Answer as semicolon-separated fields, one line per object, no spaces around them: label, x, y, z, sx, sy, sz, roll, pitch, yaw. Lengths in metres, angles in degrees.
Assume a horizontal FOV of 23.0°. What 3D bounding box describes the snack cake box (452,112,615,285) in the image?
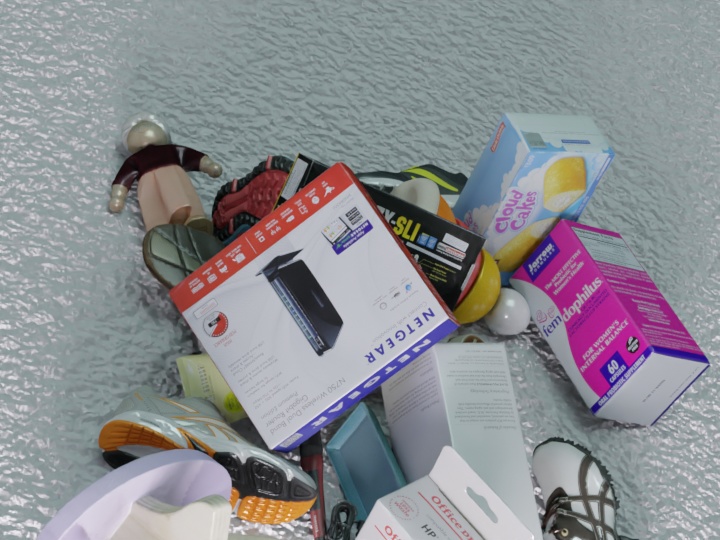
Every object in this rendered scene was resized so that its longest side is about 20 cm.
snack cake box;0.174;-0.074;1.913;0.115;0.200;0.067;-1;46;-30

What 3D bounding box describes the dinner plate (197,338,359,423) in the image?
dinner plate;-0.069;0.057;1.722;0.200;0.024;0.200;19;52;-27

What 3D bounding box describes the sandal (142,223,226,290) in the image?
sandal;-0.132;0.019;1.757;0.200;0.055;0.082;21;49;-30

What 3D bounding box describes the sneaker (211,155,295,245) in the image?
sneaker;-0.073;-0.066;1.786;0.095;0.200;0.079;9;81;-29

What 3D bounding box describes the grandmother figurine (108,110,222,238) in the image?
grandmother figurine;-0.204;-0.096;1.830;0.121;0.061;0.200;-10;43;-17

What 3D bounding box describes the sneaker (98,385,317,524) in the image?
sneaker;-0.128;0.155;1.586;0.200;0.076;0.092;23;34;-6

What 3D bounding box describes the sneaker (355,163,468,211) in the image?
sneaker;0.054;-0.079;1.967;0.200;0.074;0.085;11;34;-33

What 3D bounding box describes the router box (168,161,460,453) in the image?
router box;-0.042;0.033;1.587;0.180;0.200;0.049;55;7;18

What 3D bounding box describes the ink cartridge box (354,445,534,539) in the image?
ink cartridge box;0.050;0.254;1.464;0.068;0.200;0.115;-20;56;-42

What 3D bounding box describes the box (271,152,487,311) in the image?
box;0.000;0.000;1.693;0.200;0.160;0.049;22;3;-22

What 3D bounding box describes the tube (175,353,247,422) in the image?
tube;-0.066;0.093;1.642;0.200;0.052;0.058;-14;33;-1

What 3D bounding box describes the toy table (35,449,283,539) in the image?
toy table;-0.153;0.230;1.413;0.200;0.184;0.117;-30;47;-34

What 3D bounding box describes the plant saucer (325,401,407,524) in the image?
plant saucer;0.023;0.215;1.603;0.019;0.070;0.200;12;38;-37

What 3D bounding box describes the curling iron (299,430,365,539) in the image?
curling iron;-0.035;0.176;1.630;0.050;0.026;0.200;-5;54;-15

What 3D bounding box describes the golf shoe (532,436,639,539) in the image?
golf shoe;0.199;0.239;1.667;0.094;0.078;0.200;-2;45;-31

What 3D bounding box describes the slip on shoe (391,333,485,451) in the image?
slip on shoe;0.067;0.145;1.719;0.076;0.061;0.200;45;49;-26

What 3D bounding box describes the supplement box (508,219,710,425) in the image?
supplement box;0.261;0.054;1.879;0.103;0.101;0.200;12;36;-41

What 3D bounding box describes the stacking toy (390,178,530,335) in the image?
stacking toy;0.095;0.010;1.863;0.200;0.146;0.146;35;34;-21

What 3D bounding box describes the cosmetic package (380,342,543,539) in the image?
cosmetic package;0.089;0.175;1.602;0.085;0.108;0.200;1;68;-30
